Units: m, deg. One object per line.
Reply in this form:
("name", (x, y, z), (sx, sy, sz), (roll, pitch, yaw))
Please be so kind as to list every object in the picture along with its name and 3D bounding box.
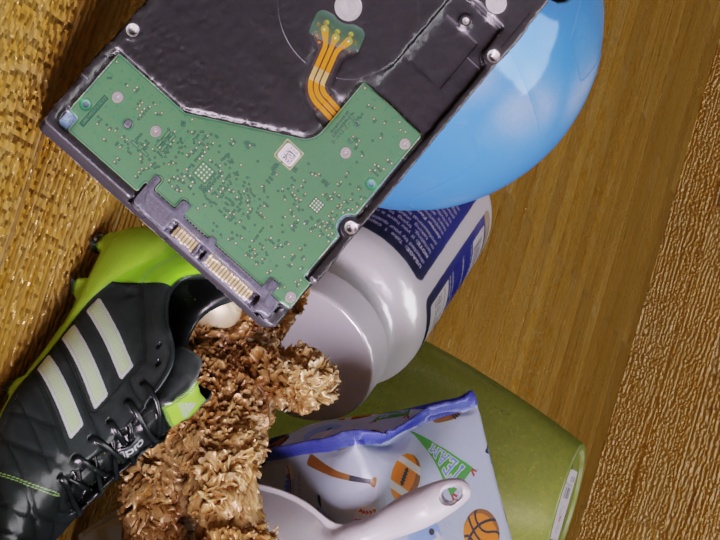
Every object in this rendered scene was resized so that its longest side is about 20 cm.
("plant pot", (0.047, 0.135, 1.359), (0.187, 0.199, 0.188), (15, 90, -74))
("dustpan and brush", (-0.034, 0.156, 1.024), (0.140, 0.199, 0.057), (63, 22, 2))
("teddy bear", (-0.080, 0.074, 0.982), (0.067, 0.144, 0.201), (35, 67, -41))
("treat dispenser ball", (0.026, -0.131, 1.023), (0.201, 0.200, 0.202), (15, 90, -75))
("hard drive", (-0.028, -0.093, 0.885), (0.200, 0.140, 0.038), (-51, -171, -11))
("pill bottle", (0.000, 0.000, 1.219), (0.200, 0.115, 0.116), (-53, 154, -53))
("lunch bag", (-0.014, 0.173, 1.131), (0.123, 0.199, 0.171), (-11, 88, -40))
("soccer cleat", (-0.120, 0.065, 0.918), (0.068, 0.081, 0.201), (81, 28, -56))
